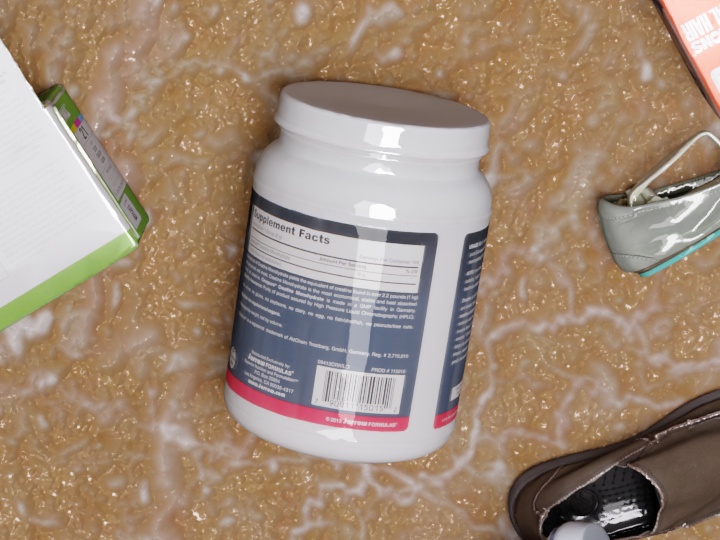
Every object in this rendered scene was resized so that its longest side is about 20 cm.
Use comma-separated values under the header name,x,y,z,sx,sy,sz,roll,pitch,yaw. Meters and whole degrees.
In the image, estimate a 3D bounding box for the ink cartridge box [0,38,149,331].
name,x,y,z,sx,sy,sz,roll,pitch,yaw
ink cartridge box,-0.239,-0.068,1.456,0.148,0.076,0.200,-31,101,7

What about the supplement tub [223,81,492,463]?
name,x,y,z,sx,sy,sz,roll,pitch,yaw
supplement tub,0.000,0.000,1.441,0.140,0.140,0.200,8,104,-3

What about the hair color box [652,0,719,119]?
name,x,y,z,sx,sy,sz,roll,pitch,yaw
hair color box,0.181,-0.193,1.410,0.064,0.111,0.200,-29,102,7

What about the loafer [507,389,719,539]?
name,x,y,z,sx,sy,sz,roll,pitch,yaw
loafer,0.190,0.133,1.511,0.200,0.071,0.073,-23,103,5

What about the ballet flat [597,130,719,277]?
name,x,y,z,sx,sy,sz,roll,pitch,yaw
ballet flat,0.235,-0.063,1.467,0.200,0.067,0.064,-26,96,6

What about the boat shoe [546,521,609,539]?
name,x,y,z,sx,sy,sz,roll,pitch,yaw
boat shoe,0.110,0.199,1.482,0.086,0.202,0.075,1,70,13
